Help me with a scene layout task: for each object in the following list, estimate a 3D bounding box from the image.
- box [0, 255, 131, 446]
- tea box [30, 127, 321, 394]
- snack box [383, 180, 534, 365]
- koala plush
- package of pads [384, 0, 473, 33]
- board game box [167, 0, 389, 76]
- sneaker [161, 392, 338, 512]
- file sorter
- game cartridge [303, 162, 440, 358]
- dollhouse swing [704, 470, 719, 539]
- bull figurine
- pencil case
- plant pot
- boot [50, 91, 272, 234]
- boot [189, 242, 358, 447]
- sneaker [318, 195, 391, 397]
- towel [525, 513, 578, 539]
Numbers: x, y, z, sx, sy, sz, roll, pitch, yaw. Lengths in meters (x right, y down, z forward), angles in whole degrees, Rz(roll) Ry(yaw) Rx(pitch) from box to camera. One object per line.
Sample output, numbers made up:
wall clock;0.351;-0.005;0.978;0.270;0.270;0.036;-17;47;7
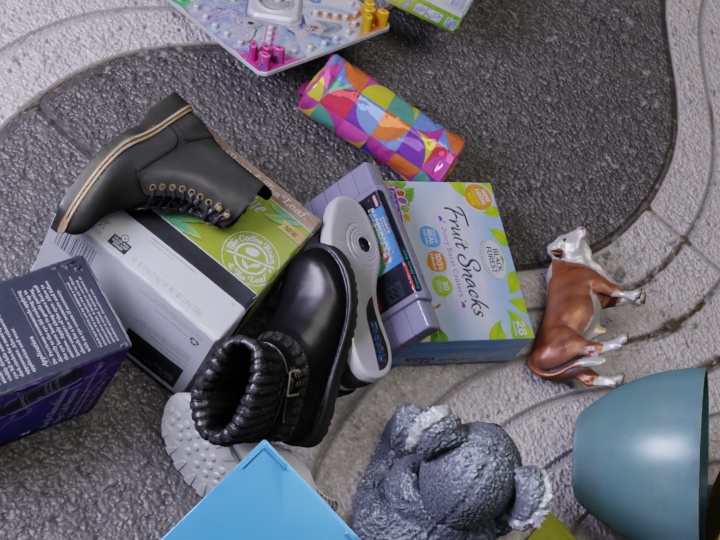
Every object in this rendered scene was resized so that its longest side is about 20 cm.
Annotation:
box;-0.331;0.088;1.362;0.199;0.148;0.105;-22;73;-33
tea box;-0.184;-0.022;1.506;0.200;0.134;0.197;38;52;0
snack box;0.085;0.001;1.664;0.168;0.068;0.201;0;63;-25
koala plush;0.094;0.214;1.458;0.177;0.200;0.184;38;53;-1
package of pads;0.061;-0.394;1.857;0.154;0.068;0.200;22;35;-16
board game box;-0.099;-0.312;1.746;0.200;0.026;0.200;-26;54;-35
sneaker;-0.109;0.190;1.464;0.200;0.076;0.080;46;40;1
file sorter;-0.112;0.274;1.330;0.200;0.123;0.139;-44;86;-14
game cartridge;0.000;0.000;1.587;0.038;0.130;0.201;6;55;-49
dollhouse swing;0.454;0.312;1.603;0.175;0.182;0.200;18;52;9
bull figurine;0.255;0.044;1.712;0.121;0.065;0.201;9;60;19
pencil case;0.022;-0.169;1.727;0.200;0.088;0.089;34;52;-5
plant pot;0.296;0.200;1.591;0.134;0.200;0.201;2;54;15
boot;-0.181;-0.069;1.410;0.138;0.077;0.200;42;54;-1
boot;-0.080;0.067;1.424;0.158;0.079;0.212;18;76;-55
sneaker;-0.036;0.031;1.547;0.073;0.112;0.201;12;62;-41
towel;0.171;0.341;1.536;0.086;0.018;0.200;46;52;-1
